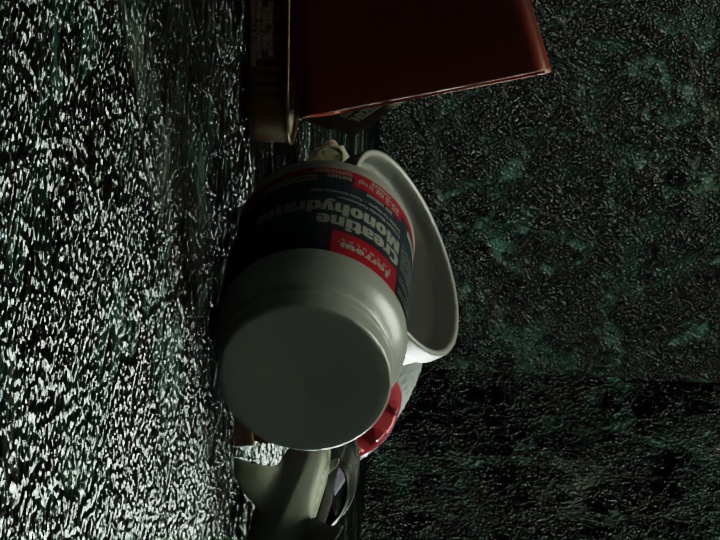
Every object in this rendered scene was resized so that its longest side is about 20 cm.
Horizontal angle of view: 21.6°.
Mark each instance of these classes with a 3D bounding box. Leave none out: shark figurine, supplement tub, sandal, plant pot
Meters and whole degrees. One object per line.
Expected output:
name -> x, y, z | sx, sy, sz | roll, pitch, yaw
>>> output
shark figurine -> -0.066, 0.156, 1.548 | 0.128, 0.089, 0.216 | -27, -136, 54
supplement tub -> -0.032, 0.022, 1.386 | 0.201, 0.139, 0.142 | -84, 175, -58
sandal -> -0.024, 0.164, 1.620 | 0.075, 0.048, 0.202 | -19, -130, 59
plant pot -> 0.042, -0.230, 1.542 | 0.200, 0.198, 0.178 | -38, 117, -82

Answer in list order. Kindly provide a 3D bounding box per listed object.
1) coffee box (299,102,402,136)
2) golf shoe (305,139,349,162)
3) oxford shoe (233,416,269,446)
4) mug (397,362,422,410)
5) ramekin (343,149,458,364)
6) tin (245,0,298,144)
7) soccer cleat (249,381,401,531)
coffee box -> -0.004, -0.249, 1.847 | 0.114, 0.079, 0.202 | -29, -130, 53
golf shoe -> -0.037, -0.093, 1.943 | 0.200, 0.072, 0.093 | 130, -43, -78
oxford shoe -> -0.061, 0.066, 1.563 | 0.072, 0.070, 0.201 | 88, 4, -47
mug -> -0.015, 0.070, 1.996 | 0.200, 0.146, 0.177 | 44, -50, 53
ramekin -> 0.000, 0.000, 1.738 | 0.200, 0.104, 0.202 | 48, 31, -41
tin -> -0.068, -0.200, 1.497 | 0.112, 0.041, 0.202 | -66, 158, -72
soccer cleat -> -0.034, 0.174, 1.699 | 0.201, 0.066, 0.077 | -54, -179, -24
